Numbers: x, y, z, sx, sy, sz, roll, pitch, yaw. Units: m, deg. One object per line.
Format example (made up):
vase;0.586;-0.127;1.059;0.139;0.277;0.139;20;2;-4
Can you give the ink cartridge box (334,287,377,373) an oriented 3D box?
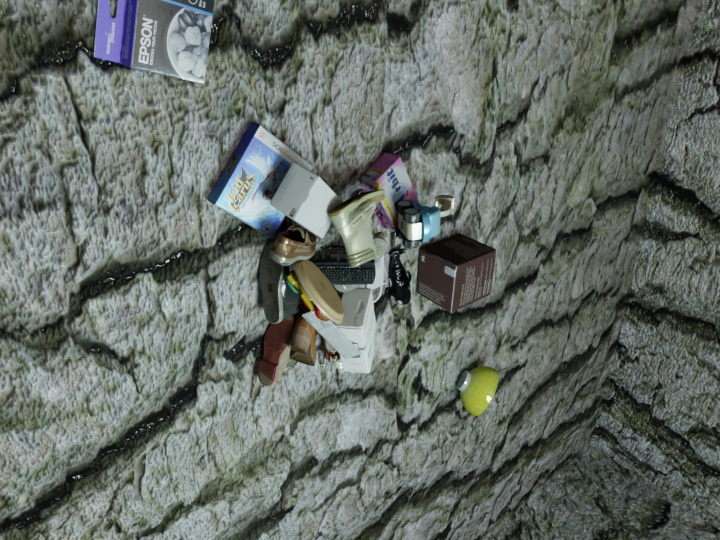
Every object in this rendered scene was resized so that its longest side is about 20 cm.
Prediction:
ink cartridge box;-0.010;0.168;1.513;0.202;0.082;0.147;81;17;-44

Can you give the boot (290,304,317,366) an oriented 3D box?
boot;-0.145;0.168;1.485;0.201;0.075;0.158;78;25;-61

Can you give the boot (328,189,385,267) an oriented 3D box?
boot;0.013;-0.110;1.350;0.199;0.071;0.157;-35;110;-45

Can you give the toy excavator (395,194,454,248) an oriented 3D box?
toy excavator;0.192;-0.149;1.496;0.196;0.195;0.102;-7;118;-11

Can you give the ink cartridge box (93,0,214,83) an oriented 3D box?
ink cartridge box;-0.368;-0.464;0.978;0.197;0.043;0.202;-2;112;-40

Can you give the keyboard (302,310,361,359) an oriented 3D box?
keyboard;-0.073;0.169;1.415;0.201;0.056;0.011;50;37;-32

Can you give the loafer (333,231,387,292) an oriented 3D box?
loafer;0.003;-0.023;1.449;0.071;0.063;0.200;36;117;-15

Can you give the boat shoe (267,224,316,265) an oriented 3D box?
boat shoe;-0.149;-0.069;1.291;0.073;0.075;0.200;-65;172;20

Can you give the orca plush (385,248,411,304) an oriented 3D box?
orca plush;0.138;0.029;1.663;0.104;0.071;0.204;-18;122;-35

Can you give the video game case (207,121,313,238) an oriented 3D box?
video game case;-0.225;-0.202;1.237;0.180;0.045;0.202;31;89;-45

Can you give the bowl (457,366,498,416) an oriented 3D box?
bowl;0.444;0.454;2.115;0.106;0.200;0.203;27;93;-2

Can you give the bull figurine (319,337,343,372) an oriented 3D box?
bull figurine;-0.078;0.215;1.551;0.122;0.064;0.204;-63;153;-68

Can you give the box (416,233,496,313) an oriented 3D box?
box;0.308;0.003;1.736;0.197;0.165;0.167;-19;124;-33

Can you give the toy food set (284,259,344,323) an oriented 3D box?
toy food set;-0.110;0.050;1.329;0.048;0.200;0.199;-36;94;10

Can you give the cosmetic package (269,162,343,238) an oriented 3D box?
cosmetic package;-0.122;-0.159;1.270;0.114;0.080;0.200;-59;162;-2

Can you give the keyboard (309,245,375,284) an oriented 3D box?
keyboard;-0.058;-0.015;1.411;0.195;0.021;0.129;-1;121;5

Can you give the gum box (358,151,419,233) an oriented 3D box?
gum box;0.087;-0.210;1.498;0.114;0.066;0.201;-46;134;-15

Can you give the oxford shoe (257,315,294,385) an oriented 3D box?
oxford shoe;-0.219;0.206;1.450;0.203;0.069;0.075;-69;162;6

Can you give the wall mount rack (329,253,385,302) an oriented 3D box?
wall mount rack;0.000;0.000;1.528;0.172;0.074;0.204;-20;122;-37

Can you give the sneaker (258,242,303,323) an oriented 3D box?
sneaker;-0.198;0.025;1.372;0.106;0.074;0.205;-20;117;-58
